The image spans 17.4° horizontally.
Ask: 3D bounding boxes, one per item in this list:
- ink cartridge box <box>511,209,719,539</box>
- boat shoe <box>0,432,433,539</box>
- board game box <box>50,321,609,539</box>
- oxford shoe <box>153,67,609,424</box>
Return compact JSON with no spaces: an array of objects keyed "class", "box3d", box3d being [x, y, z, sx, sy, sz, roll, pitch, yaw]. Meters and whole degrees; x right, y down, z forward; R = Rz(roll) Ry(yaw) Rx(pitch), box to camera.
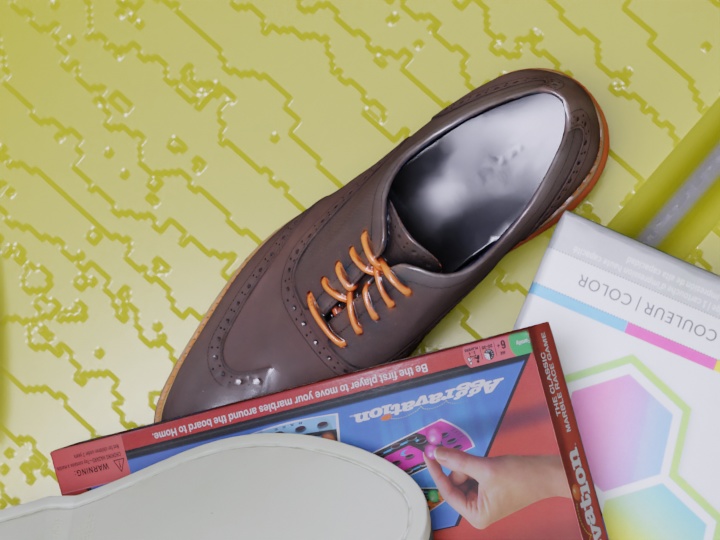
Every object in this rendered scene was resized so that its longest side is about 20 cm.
[{"class":"ink cartridge box","box3d":[0.078,0.093,0.810,0.103,0.059,0.201,23,87,6]},{"class":"boat shoe","box3d":[-0.058,0.106,0.782,0.199,0.062,0.073,-13,44,26]},{"class":"board game box","box3d":[-0.012,0.089,0.786,0.199,0.019,0.104,-16,90,32]},{"class":"oxford shoe","box3d":[0.000,0.000,0.815,0.200,0.073,0.071,-45,84,6]}]
